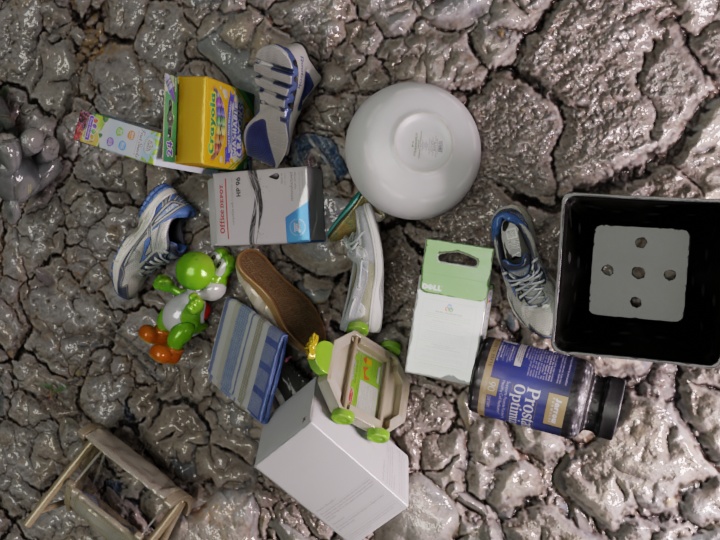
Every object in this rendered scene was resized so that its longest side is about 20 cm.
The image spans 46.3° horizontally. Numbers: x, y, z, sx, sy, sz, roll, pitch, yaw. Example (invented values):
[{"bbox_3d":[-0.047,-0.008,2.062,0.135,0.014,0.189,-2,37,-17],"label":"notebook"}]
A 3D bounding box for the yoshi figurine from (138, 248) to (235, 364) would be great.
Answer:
[{"bbox_3d":[-0.280,0.043,1.326,0.112,0.112,0.200,36,99,-4],"label":"yoshi figurine"}]

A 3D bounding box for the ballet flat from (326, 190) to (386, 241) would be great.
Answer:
[{"bbox_3d":[0.024,-0.113,1.261,0.071,0.071,0.200,36,102,13],"label":"ballet flat"}]

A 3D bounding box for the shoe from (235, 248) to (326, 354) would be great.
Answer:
[{"bbox_3d":[-0.127,0.053,1.323,0.200,0.070,0.053,52,145,6],"label":"shoe"}]

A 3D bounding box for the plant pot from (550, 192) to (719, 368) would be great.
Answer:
[{"bbox_3d":[0.364,0.006,1.096,0.199,0.177,0.200,5,94,18],"label":"plant pot"}]

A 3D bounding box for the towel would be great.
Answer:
[{"bbox_3d":[-0.175,0.134,1.297,0.200,0.024,0.147,25,103,53],"label":"towel"}]

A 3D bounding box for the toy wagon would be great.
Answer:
[{"bbox_3d":[-0.008,0.151,1.213,0.040,0.200,0.156,-27,41,42],"label":"toy wagon"}]

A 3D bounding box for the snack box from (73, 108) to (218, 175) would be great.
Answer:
[{"bbox_3d":[-0.317,-0.193,1.292,0.142,0.200,0.053,17,97,17],"label":"snack box"}]

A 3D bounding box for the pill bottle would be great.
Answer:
[{"bbox_3d":[0.258,0.167,1.171,0.199,0.112,0.112,13,96,17],"label":"pill bottle"}]

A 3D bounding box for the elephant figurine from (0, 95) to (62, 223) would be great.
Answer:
[{"bbox_3d":[-0.616,-0.209,1.440,0.200,0.155,0.142,27,144,25],"label":"elephant figurine"}]

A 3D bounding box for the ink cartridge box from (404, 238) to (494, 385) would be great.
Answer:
[{"bbox_3d":[0.134,0.059,1.232,0.103,0.059,0.201,10,95,17],"label":"ink cartridge box"}]

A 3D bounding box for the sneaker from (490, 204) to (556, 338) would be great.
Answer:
[{"bbox_3d":[0.228,0.005,1.187,0.077,0.085,0.201,-24,86,17],"label":"sneaker"}]

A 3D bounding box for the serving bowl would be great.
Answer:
[{"bbox_3d":[0.082,-0.174,1.192,0.199,0.066,0.201,1,87,-11],"label":"serving bowl"}]

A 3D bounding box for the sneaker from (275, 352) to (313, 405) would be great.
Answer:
[{"bbox_3d":[-0.084,0.172,1.307,0.099,0.071,0.201,-23,89,13],"label":"sneaker"}]

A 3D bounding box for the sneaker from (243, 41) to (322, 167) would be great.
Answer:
[{"bbox_3d":[-0.109,-0.262,1.288,0.080,0.115,0.200,28,130,16],"label":"sneaker"}]

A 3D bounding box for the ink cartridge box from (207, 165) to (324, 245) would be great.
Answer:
[{"bbox_3d":[-0.162,-0.097,1.315,0.199,0.068,0.116,-2,91,18],"label":"ink cartridge box"}]

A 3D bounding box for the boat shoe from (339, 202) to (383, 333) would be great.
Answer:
[{"bbox_3d":[0.000,0.000,1.240,0.064,0.074,0.203,-2,116,-3],"label":"boat shoe"}]

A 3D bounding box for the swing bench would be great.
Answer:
[{"bbox_3d":[-0.400,0.383,1.386,0.199,0.130,0.200,35,97,14],"label":"swing bench"}]

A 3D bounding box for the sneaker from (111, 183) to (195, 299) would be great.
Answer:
[{"bbox_3d":[-0.333,-0.035,1.363,0.085,0.077,0.200,29,101,10],"label":"sneaker"}]

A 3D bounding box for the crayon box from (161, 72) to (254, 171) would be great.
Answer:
[{"bbox_3d":[-0.222,-0.216,1.260,0.051,0.200,0.126,4,94,17],"label":"crayon box"}]

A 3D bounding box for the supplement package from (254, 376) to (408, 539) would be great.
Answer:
[{"bbox_3d":[-0.038,0.277,1.226,0.117,0.117,0.200,-40,108,20],"label":"supplement package"}]
